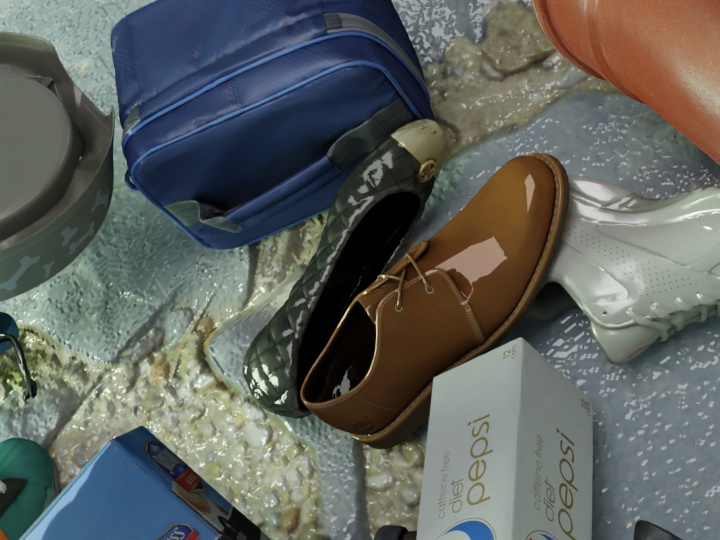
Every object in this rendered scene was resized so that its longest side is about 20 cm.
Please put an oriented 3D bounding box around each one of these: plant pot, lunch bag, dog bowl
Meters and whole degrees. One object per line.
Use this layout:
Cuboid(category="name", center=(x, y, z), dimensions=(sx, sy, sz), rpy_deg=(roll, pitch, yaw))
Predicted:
Cuboid(category="plant pot", center=(0.217, -0.131, 0.728), dimensions=(0.200, 0.201, 0.195), rpy_deg=(-34, 44, 5))
Cuboid(category="lunch bag", center=(-0.061, -0.101, 0.900), dimensions=(0.199, 0.136, 0.133), rpy_deg=(-25, 56, 15))
Cuboid(category="dog bowl", center=(-0.244, -0.060, 0.889), dimensions=(0.199, 0.059, 0.201), rpy_deg=(-2, 50, 3))

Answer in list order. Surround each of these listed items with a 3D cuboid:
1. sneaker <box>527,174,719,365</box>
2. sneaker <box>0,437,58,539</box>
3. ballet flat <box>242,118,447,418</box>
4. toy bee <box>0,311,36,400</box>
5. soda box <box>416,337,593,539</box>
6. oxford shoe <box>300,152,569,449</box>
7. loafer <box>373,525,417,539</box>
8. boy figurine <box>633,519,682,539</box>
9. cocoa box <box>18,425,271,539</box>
Cuboid(category="sneaker", center=(0.170, 0.008, 0.785), dimensions=(0.199, 0.078, 0.100), rpy_deg=(6, 74, 37))
Cuboid(category="sneaker", center=(-0.248, 0.176, 0.862), dimensions=(0.071, 0.080, 0.200), rpy_deg=(2, 51, 26))
Cuboid(category="ballet flat", center=(0.000, 0.000, 0.864), dimensions=(0.057, 0.066, 0.200), rpy_deg=(29, 87, 41))
Cuboid(category="toy bee", center=(-0.280, 0.028, 0.923), dimensions=(0.108, 0.200, 0.131), rpy_deg=(-18, 98, -12))
Cuboid(category="soda box", center=(0.071, 0.135, 0.717), dimensions=(0.064, 0.068, 0.200), rpy_deg=(-28, 35, 32))
Cuboid(category="oxford shoe", center=(0.041, 0.014, 0.800), dimensions=(0.200, 0.071, 0.071), rpy_deg=(-53, 42, 12))
Cuboid(category="loafer", center=(0.024, 0.197, 0.708), dimensions=(0.063, 0.072, 0.200), rpy_deg=(1, 29, 10))
Cuboid(category="boy figurine", center=(0.112, 0.222, 0.700), dimensions=(0.124, 0.064, 0.200), rpy_deg=(28, 75, 32))
Cuboid(category="cocoa box", center=(-0.141, 0.199, 0.758), dimensions=(0.131, 0.133, 0.200), rpy_deg=(41, 86, 1))
